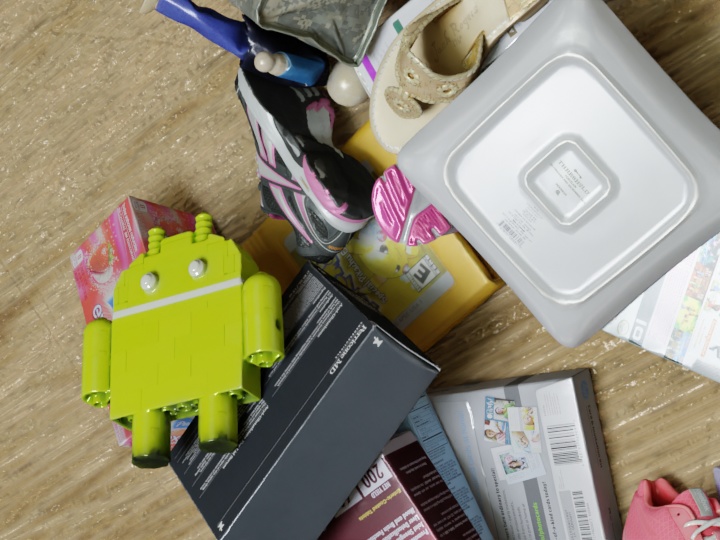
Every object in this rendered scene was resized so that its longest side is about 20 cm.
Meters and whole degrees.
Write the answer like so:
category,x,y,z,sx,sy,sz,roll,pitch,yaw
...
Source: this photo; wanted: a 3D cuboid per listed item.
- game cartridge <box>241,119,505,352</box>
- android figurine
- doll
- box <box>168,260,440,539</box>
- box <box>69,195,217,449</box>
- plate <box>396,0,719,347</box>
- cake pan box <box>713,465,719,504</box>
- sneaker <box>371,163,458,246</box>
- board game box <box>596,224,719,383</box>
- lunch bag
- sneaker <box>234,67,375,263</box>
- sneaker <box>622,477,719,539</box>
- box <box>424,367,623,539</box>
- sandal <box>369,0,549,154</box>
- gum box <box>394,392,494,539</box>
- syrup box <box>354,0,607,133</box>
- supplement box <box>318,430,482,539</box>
category,x,y,z,sx,sy,sz,roll,pitch,yaw
game cartridge,0.000,0.000,1.306,0.200,0.032,0.177,-42,76,28
android figurine,-0.139,0.051,1.220,0.181,0.041,0.202,-13,63,23
doll,-0.081,-0.184,1.261,0.199,0.137,0.049,25,101,-12
box,-0.048,0.113,1.205,0.201,0.079,0.141,-54,29,4
box,-0.165,0.049,1.335,0.095,0.102,0.201,-41,53,29
plate,0.150,-0.066,1.102,0.200,0.032,0.200,47,118,-2
cake pan box,0.324,0.229,1.080,0.200,0.052,0.186,-175,75,-75
sneaker,0.104,-0.086,1.200,0.199,0.088,0.082,-24,88,7
board game box,0.256,-0.007,1.133,0.199,0.064,0.149,26,112,26
lunch bag,-0.028,-0.284,1.196,0.201,0.117,0.164,-62,34,13
sneaker,-0.061,-0.087,1.274,0.087,0.080,0.201,-57,43,32
sneaker,0.245,0.206,1.124,0.200,0.073,0.088,-157,69,-67
box,0.106,0.171,1.267,0.199,0.041,0.157,-11,92,31
sandal,0.059,-0.166,1.125,0.212,0.069,0.078,-46,76,29
gum box,0.007,0.193,1.282,0.169,0.044,0.201,-28,82,32
syrup box,0.094,-0.192,1.188,0.199,0.079,0.082,-34,81,31
supplement box,0.044,0.240,1.205,0.109,0.061,0.201,-40,78,28
